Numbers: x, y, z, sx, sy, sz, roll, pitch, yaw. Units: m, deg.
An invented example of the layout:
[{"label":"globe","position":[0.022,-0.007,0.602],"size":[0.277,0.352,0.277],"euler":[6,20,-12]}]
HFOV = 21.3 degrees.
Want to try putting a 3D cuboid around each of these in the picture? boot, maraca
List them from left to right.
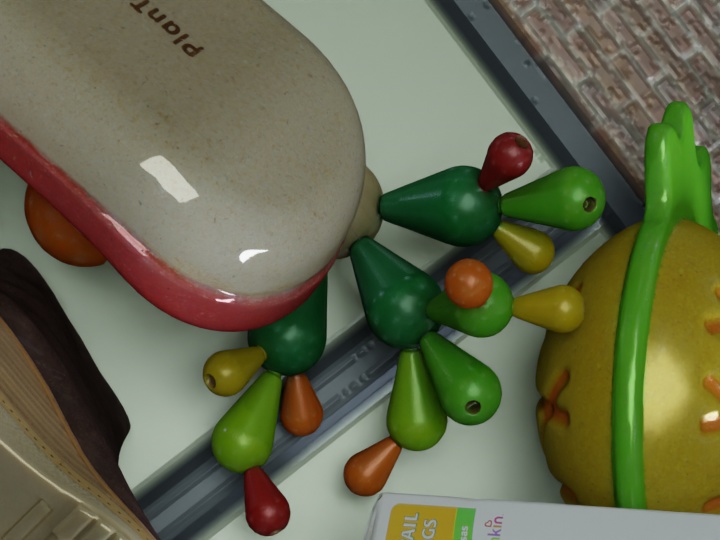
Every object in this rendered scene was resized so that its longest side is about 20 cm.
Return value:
[{"label":"boot","position":[-0.104,0.083,0.741],"size":[0.072,0.166,0.201],"euler":[-34,95,11]},{"label":"maraca","position":[0.131,0.030,0.813],"size":[0.106,0.137,0.202],"euler":[2,69,19]}]

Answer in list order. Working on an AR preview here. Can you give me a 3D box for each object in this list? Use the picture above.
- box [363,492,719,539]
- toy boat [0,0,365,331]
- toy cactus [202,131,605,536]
[{"label":"box","position":[0.102,0.159,0.738],"size":[0.198,0.113,0.102],"euler":[2,59,18]},{"label":"toy boat","position":[-0.097,-0.051,0.765],"size":[0.200,0.131,0.130],"euler":[41,46,10]},{"label":"toy cactus","position":[0.000,0.000,0.806],"size":[0.200,0.102,0.166],"euler":[-42,63,15]}]
